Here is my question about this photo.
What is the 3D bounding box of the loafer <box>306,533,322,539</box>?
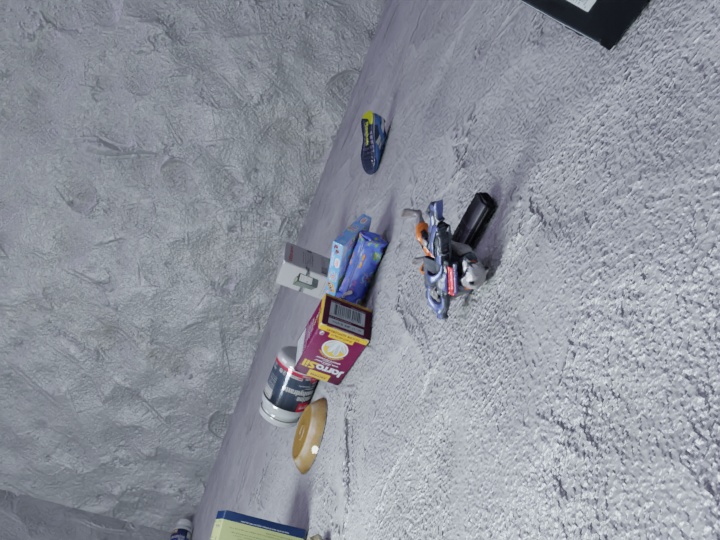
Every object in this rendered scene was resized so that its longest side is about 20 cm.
[{"bbox_3d":[-0.124,0.627,1.232,0.076,0.067,0.204,159,129,-72],"label":"loafer"}]

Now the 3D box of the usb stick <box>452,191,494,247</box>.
[{"bbox_3d":[0.171,-0.042,1.070,0.056,0.032,0.202,-107,38,-55],"label":"usb stick"}]

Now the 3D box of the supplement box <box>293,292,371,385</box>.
[{"bbox_3d":[-0.070,0.172,1.524,0.104,0.129,0.201,-84,19,-46],"label":"supplement box"}]

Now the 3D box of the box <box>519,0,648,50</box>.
[{"bbox_3d":[0.279,-0.433,0.835,0.202,0.193,0.118,-83,20,-44],"label":"box"}]

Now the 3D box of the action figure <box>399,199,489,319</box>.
[{"bbox_3d":[0.138,-0.039,0.997,0.194,0.103,0.203,46,145,49],"label":"action figure"}]

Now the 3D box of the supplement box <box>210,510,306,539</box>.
[{"bbox_3d":[-0.250,0.669,1.396,0.134,0.196,0.203,134,152,-61],"label":"supplement box"}]

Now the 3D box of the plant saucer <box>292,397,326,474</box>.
[{"bbox_3d":[-0.142,0.433,1.645,0.200,0.035,0.204,-160,89,-77],"label":"plant saucer"}]

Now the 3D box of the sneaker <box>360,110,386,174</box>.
[{"bbox_3d":[0.050,-0.412,2.014,0.073,0.081,0.205,2,89,48],"label":"sneaker"}]

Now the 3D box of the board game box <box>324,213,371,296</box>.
[{"bbox_3d":[-0.034,-0.030,1.636,0.151,0.036,0.203,-47,-24,-45],"label":"board game box"}]

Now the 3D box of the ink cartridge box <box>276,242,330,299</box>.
[{"bbox_3d":[-0.165,0.006,1.984,0.146,0.197,0.085,-97,31,-63],"label":"ink cartridge box"}]

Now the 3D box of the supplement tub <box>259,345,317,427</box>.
[{"bbox_3d":[-0.205,0.338,1.809,0.141,0.138,0.203,-115,46,-71],"label":"supplement tub"}]

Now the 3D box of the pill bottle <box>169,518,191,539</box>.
[{"bbox_3d":[-0.989,1.479,3.401,0.202,0.109,0.112,-89,24,-53],"label":"pill bottle"}]

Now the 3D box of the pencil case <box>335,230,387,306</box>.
[{"bbox_3d":[0.000,0.000,1.586,0.087,0.077,0.203,-6,-60,-66],"label":"pencil case"}]
